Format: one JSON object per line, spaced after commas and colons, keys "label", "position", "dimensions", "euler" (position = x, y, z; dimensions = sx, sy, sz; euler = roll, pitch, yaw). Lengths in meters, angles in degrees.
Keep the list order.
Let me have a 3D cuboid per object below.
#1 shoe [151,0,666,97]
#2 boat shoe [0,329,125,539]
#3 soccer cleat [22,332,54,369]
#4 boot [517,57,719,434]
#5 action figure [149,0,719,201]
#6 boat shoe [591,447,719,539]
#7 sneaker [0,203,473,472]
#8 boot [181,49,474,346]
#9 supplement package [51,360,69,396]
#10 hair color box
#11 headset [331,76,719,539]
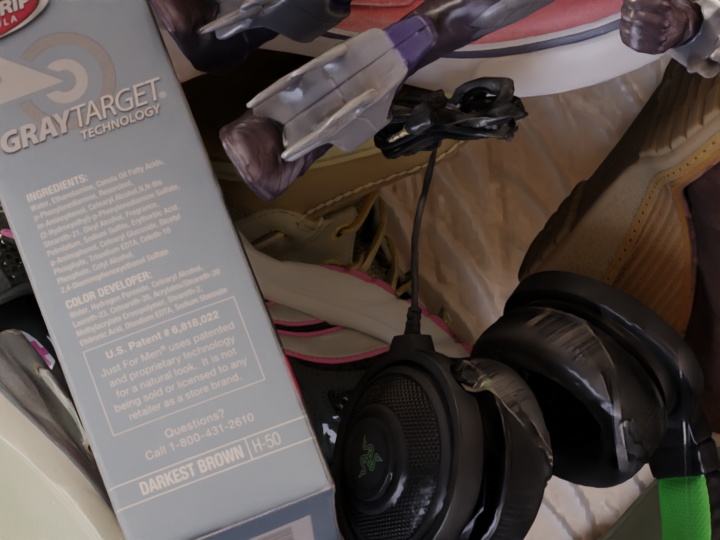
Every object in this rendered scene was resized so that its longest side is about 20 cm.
{"label": "shoe", "position": [0.003, -0.111, 0.884], "dimensions": [0.200, 0.072, 0.091], "euler": [9, 141, 32]}
{"label": "boat shoe", "position": [-0.104, 0.065, 0.964], "dimensions": [0.201, 0.071, 0.070], "euler": [47, 125, 27]}
{"label": "soccer cleat", "position": [-0.155, -0.013, 1.089], "dimensions": [0.200, 0.070, 0.086], "euler": [18, 138, 17]}
{"label": "boot", "position": [0.157, -0.005, 0.909], "dimensions": [0.166, 0.072, 0.200], "euler": [30, 143, -8]}
{"label": "action figure", "position": [0.045, -0.095, 0.814], "dimensions": [0.130, 0.200, 0.069], "euler": [60, -174, 16]}
{"label": "boat shoe", "position": [0.115, 0.120, 1.043], "dimensions": [0.066, 0.075, 0.199], "euler": [24, 147, -11]}
{"label": "sneaker", "position": [-0.045, 0.036, 0.945], "dimensions": [0.200, 0.086, 0.080], "euler": [33, 148, 0]}
{"label": "boot", "position": [0.000, 0.000, 1.001], "dimensions": [0.200, 0.072, 0.155], "euler": [-15, 121, 48]}
{"label": "supplement package", "position": [-0.057, 0.132, 1.079], "dimensions": [0.121, 0.120, 0.200], "euler": [20, 164, 16]}
{"label": "hair color box", "position": [-0.067, -0.010, 0.859], "dimensions": [0.099, 0.061, 0.200], "euler": [88, 161, -75]}
{"label": "headset", "position": [0.051, 0.041, 0.883], "dimensions": [0.094, 0.123, 0.200], "euler": [-11, 103, 55]}
